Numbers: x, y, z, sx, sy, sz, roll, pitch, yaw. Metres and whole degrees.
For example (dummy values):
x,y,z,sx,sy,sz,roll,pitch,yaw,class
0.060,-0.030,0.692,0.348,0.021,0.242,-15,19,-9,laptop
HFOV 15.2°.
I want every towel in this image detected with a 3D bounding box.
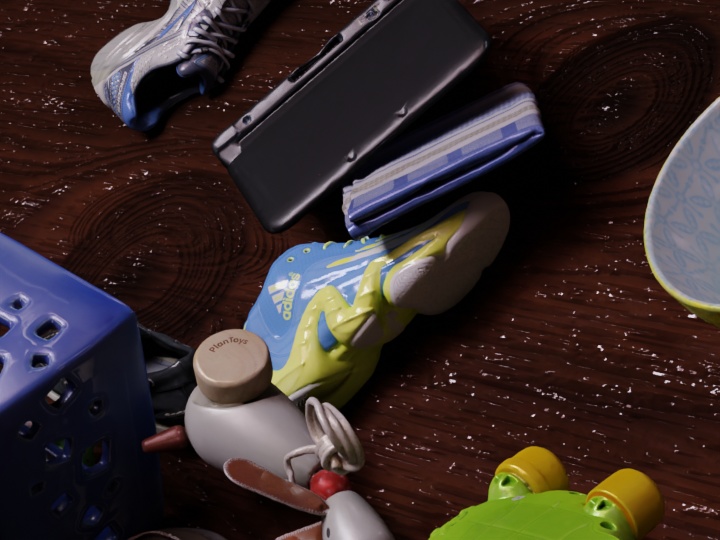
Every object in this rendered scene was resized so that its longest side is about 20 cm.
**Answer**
x,y,z,sx,sy,sz,roll,pitch,yaw,class
0.054,-0.075,1.787,0.147,0.024,0.200,-26,11,5,towel

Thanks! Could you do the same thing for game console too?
x,y,z,sx,sy,sz,roll,pitch,yaw,class
0.008,-0.105,1.892,0.200,0.176,0.116,-40,68,4,game console

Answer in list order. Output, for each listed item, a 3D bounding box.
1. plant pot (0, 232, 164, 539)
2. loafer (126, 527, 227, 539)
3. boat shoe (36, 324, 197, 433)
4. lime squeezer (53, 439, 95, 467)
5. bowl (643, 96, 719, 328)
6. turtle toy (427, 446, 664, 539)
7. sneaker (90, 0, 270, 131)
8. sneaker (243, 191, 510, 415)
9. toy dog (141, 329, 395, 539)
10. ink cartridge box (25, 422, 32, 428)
x,y,z,sx,sy,sz,roll,pitch,yaw,class
-0.263,0.106,1.752,0.200,0.200,0.180,27,50,31,plant pot
-0.103,0.203,1.653,0.200,0.071,0.073,18,95,54,loafer
-0.171,0.062,1.890,0.074,0.066,0.199,-36,34,-24,boat shoe
-0.228,0.144,1.912,0.200,0.038,0.071,-44,32,1,lime squeezer
0.268,-0.026,1.498,0.200,0.108,0.200,-28,35,22,bowl
0.105,0.179,1.443,0.146,0.101,0.200,-34,27,-31,turtle toy
-0.125,-0.184,2.164,0.200,0.077,0.085,-43,41,14,sneaker
0.000,0.000,1.763,0.200,0.076,0.105,-43,62,3,sneaker
-0.065,0.126,1.667,0.096,0.132,0.200,-29,30,-13,toy dog
-0.301,0.114,1.937,0.200,0.039,0.099,25,60,35,ink cartridge box
